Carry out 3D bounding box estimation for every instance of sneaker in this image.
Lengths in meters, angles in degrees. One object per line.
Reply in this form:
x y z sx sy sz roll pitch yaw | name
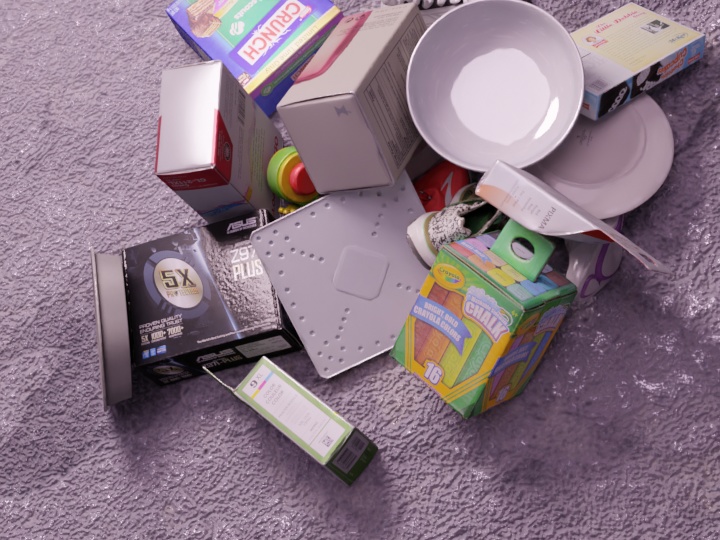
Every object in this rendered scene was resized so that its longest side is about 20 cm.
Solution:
0.262 -0.054 1.502 0.099 0.075 0.201 7 63 26 | sneaker
0.141 -0.061 1.482 0.088 0.200 0.077 -22 99 42 | sneaker
0.057 -0.063 1.552 0.200 0.085 0.077 -44 64 -3 | sneaker
0.122 -0.342 1.657 0.199 0.081 0.075 3 46 -2 | sneaker

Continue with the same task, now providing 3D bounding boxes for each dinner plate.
0.265 -0.151 1.488 0.199 0.024 0.201 -4 62 7 | dinner plate

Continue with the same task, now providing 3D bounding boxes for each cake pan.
-0.304 0.071 1.559 0.037 0.200 0.201 -4 65 -12 | cake pan

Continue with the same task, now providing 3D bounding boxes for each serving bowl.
0.154 -0.204 1.451 0.199 0.066 0.201 -1 84 9 | serving bowl

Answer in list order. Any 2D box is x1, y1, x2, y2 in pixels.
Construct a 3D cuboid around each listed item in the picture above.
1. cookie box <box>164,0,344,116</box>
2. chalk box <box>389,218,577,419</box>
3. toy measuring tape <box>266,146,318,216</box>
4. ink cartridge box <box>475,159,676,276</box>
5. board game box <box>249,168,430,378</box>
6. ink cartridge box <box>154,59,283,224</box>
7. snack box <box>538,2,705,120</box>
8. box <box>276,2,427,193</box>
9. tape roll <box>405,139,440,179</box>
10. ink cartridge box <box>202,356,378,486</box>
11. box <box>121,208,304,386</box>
-0.137 -0.332 1.725 0.171 0.075 0.200 -42 64 -4 | cookie box
0.145 0.040 1.412 0.124 0.124 0.201 38 121 26 | chalk box
-0.076 -0.158 1.605 0.073 0.074 0.201 15 99 22 | toy measuring tape
0.232 -0.039 1.364 0.200 0.162 0.050 40 103 19 | ink cartridge box
0.000 0.000 1.511 0.199 0.026 0.201 -26 103 5 | board game box
-0.172 -0.145 1.592 0.082 0.200 0.146 -7 67 17 | ink cartridge box
0.303 -0.253 1.521 0.200 0.037 0.116 -30 48 -29 | snack box
0.008 -0.200 1.481 0.109 0.128 0.200 -4 37 32 | box
0.039 -0.203 1.615 0.202 0.037 0.204 -14 62 26 | tape roll
-0.082 0.162 1.493 0.200 0.104 0.059 34 81 26 | ink cartridge box
-0.184 0.035 1.585 0.199 0.086 0.165 -14 65 11 | box
